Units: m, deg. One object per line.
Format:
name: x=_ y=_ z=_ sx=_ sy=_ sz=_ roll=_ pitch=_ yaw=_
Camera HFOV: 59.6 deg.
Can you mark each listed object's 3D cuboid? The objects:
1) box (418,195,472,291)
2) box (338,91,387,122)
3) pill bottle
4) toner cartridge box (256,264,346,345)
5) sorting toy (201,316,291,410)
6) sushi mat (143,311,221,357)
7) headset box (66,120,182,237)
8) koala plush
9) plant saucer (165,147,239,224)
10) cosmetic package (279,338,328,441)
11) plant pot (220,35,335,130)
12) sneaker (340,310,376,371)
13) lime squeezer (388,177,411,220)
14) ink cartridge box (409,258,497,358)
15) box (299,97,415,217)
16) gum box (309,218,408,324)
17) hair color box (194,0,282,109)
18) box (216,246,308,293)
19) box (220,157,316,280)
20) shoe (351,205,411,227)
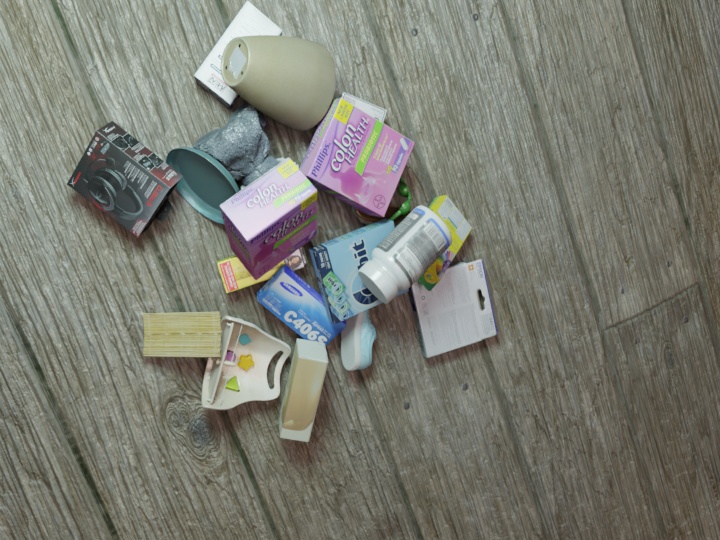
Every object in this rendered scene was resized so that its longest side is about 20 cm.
box: x=0.174 y=-0.063 z=1.482 sx=0.117 sy=0.048 sz=0.202 roll=46 pitch=65 yaw=-24
box: x=-0.026 y=-0.289 z=1.446 sx=0.114 sy=0.060 sz=0.205 roll=17 pitch=90 yaw=-14
pill bottle: x=0.094 y=-0.032 z=1.354 sx=0.200 sy=0.114 sz=0.114 roll=-44 pitch=102 yaw=-11
toner cartridge box: x=-0.132 y=0.088 z=1.432 sx=0.095 sy=0.043 sz=0.199 roll=-43 pitch=113 yaw=14
sorting toy: x=-0.252 y=0.214 z=1.423 sx=0.176 sy=0.107 sz=0.205 roll=16 pitch=91 yaw=-21
sushi mat: x=-0.389 y=0.140 z=1.368 sx=0.195 sy=0.012 sz=0.098 roll=-2 pitch=84 yaw=16
headset box: x=-0.483 y=-0.182 z=1.312 sx=0.199 sy=0.078 sz=0.149 roll=39 pitch=116 yaw=-12
koala plush: x=-0.235 y=-0.230 z=1.357 sx=0.176 sy=0.183 sz=0.202 roll=-39 pitch=114 yaw=-7
plant saucer: x=-0.325 y=-0.182 z=1.331 sx=0.200 sy=0.199 sz=0.028 roll=44 pitch=56 yaw=-12
cosmetic package: x=-0.131 y=0.270 z=1.426 sx=0.069 sy=0.105 sz=0.205 roll=11 pitch=105 yaw=-12
plant pot: x=-0.181 y=-0.404 z=1.292 sx=0.198 sy=0.184 sz=0.192 roll=2 pitch=96 yaw=-50
sneaker: x=-0.001 y=0.134 z=1.494 sx=0.081 sy=0.073 sz=0.206 roll=6 pitch=89 yaw=-43
lime squeezer: x=0.087 y=-0.173 z=1.472 sx=0.069 sy=0.038 sz=0.205 roll=6 pitch=73 yaw=11
ink cartridge box: x=0.226 y=0.090 z=1.546 sx=0.195 sy=0.041 sz=0.205 roll=-15 pitch=98 yaw=-12
box: x=-0.010 y=-0.241 z=1.366 sx=0.197 sy=0.096 sz=0.179 roll=25 pitch=88 yaw=-22
gum box: x=0.000 y=0.000 z=1.404 sx=0.197 sy=0.044 sz=0.174 roll=-23 pitch=111 yaw=-20
hair color box: x=-0.267 y=-0.469 z=1.374 sx=0.099 sy=0.060 sz=0.202 roll=36 pitch=86 yaw=-13
box: x=-0.222 y=-0.017 z=1.429 sx=0.196 sy=0.050 sz=0.077 roll=-18 pitch=99 yaw=-11
box: x=-0.184 y=-0.102 z=1.310 sx=0.175 sy=0.201 sz=0.097 roll=-37 pitch=74 yaw=-18
shoe: x=0.068 y=-0.118 z=1.492 sx=0.196 sy=0.053 sz=0.071 roll=22 pitch=69 yaw=-18
